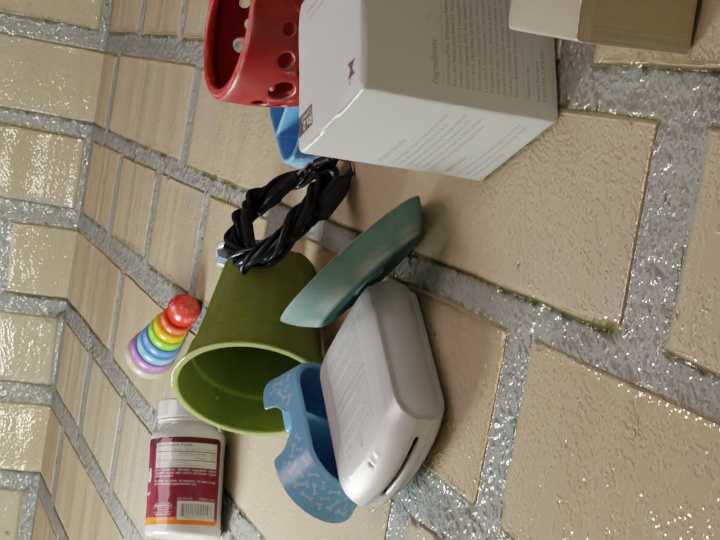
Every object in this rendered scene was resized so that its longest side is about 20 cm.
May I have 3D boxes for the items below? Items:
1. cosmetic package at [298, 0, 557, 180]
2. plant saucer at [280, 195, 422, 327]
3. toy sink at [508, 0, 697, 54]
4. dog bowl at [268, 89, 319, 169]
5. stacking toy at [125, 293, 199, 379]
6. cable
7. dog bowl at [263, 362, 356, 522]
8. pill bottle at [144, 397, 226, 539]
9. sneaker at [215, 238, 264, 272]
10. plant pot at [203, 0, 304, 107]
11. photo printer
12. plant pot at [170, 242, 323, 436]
[{"bbox_3d":[0.060,-0.200,1.388,0.165,0.199,0.166,143,131,-61],"label":"cosmetic package"},{"bbox_3d":[0.000,0.000,1.565,0.036,0.200,0.200,48,145,6],"label":"plant saucer"},{"bbox_3d":[0.206,-0.282,1.165,0.130,0.111,0.201,-147,61,-67],"label":"toy sink"},{"bbox_3d":[-0.080,-0.212,1.962,0.200,0.049,0.112,-107,32,-48],"label":"dog bowl"},{"bbox_3d":[-0.327,0.105,2.461,0.200,0.085,0.086,-48,40,49],"label":"stacking toy"},{"bbox_3d":[-0.106,-0.072,1.816,0.163,0.051,0.200,-1,43,43],"label":"cable"},{"bbox_3d":[-0.044,0.186,1.640,0.050,0.111,0.201,-45,38,27],"label":"dog bowl"},{"bbox_3d":[-0.257,0.294,2.157,0.114,0.114,0.201,150,125,-64],"label":"pill bottle"},{"bbox_3d":[-0.156,-0.001,2.037,0.200,0.086,0.075,-151,72,-66],"label":"sneaker"},{"bbox_3d":[-0.083,-0.297,1.814,0.200,0.182,0.202,-172,90,-69],"label":"plant pot"},{"bbox_3d":[0.022,0.137,1.550,0.201,0.069,0.167,-103,31,-43],"label":"photo printer"},{"bbox_3d":[-0.123,0.073,1.826,0.200,0.199,0.191,124,159,-49],"label":"plant pot"}]
